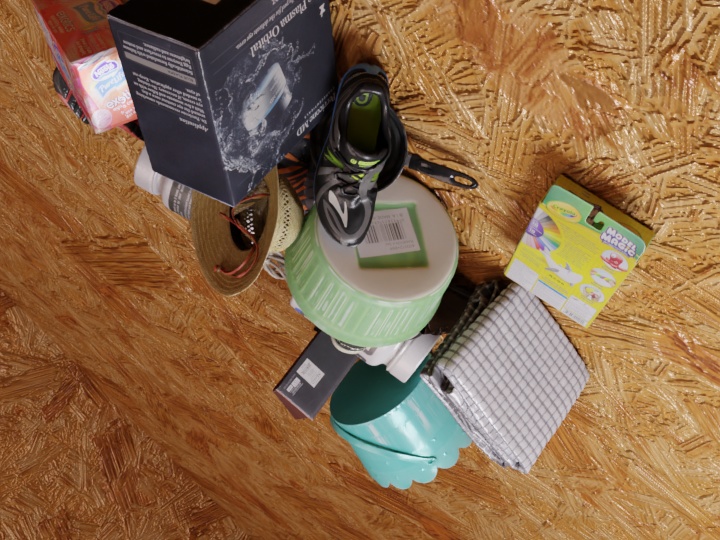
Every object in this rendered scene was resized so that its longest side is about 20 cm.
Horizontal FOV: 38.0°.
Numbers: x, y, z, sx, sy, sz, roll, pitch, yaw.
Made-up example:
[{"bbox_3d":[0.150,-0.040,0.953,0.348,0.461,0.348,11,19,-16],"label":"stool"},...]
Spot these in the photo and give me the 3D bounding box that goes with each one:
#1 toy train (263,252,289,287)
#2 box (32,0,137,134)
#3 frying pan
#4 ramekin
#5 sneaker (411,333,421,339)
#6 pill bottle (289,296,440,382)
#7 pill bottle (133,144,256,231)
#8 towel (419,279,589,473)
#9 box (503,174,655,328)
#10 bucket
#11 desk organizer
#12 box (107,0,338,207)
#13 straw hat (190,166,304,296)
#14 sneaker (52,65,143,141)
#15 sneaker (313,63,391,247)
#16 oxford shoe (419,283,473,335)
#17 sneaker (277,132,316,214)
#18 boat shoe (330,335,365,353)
[{"bbox_3d":[-0.160,-0.036,1.534,0.200,0.085,0.116,55,169,7],"label":"toy train"},{"bbox_3d":[-0.317,-0.266,1.264,0.200,0.094,0.103,51,159,45],"label":"box"},{"bbox_3d":[0.035,-0.143,1.161,0.189,0.031,0.115,-2,107,17],"label":"frying pan"},{"bbox_3d":[0.018,-0.020,1.227,0.200,0.200,0.098,36,149,3],"label":"ramekin"},{"bbox_3d":[0.010,0.011,1.368,0.077,0.089,0.200,-41,84,24],"label":"sneaker"},{"bbox_3d":[0.010,0.061,1.475,0.200,0.114,0.114,37,156,2],"label":"pill bottle"},{"bbox_3d":[-0.199,-0.114,1.428,0.200,0.114,0.114,28,155,6],"label":"pill bottle"},{"bbox_3d":[0.177,0.128,1.302,0.200,0.166,0.086,50,159,-25],"label":"towel"},{"bbox_3d":[0.229,-0.022,1.107,0.117,0.048,0.200,34,158,9],"label":"box"},{"bbox_3d":[0.060,0.214,1.586,0.207,0.207,0.135,2,134,53],"label":"bucket"},{"bbox_3d":[-0.052,0.126,1.572,0.072,0.200,0.077,42,158,-10],"label":"desk organizer"},{"bbox_3d":[-0.126,-0.210,1.054,0.117,0.197,0.200,24,145,24],"label":"box"},{"bbox_3d":[-0.113,-0.067,1.201,0.085,0.202,0.201,6,178,-37],"label":"straw hat"},{"bbox_3d":[-0.354,-0.234,1.446,0.087,0.074,0.200,32,-176,38],"label":"sneaker"},{"bbox_3d":[-0.008,-0.118,1.116,0.071,0.083,0.200,7,113,-7],"label":"sneaker"},{"bbox_3d":[0.108,0.056,1.354,0.200,0.085,0.073,33,162,-21],"label":"oxford shoe"},{"bbox_3d":[-0.102,-0.120,1.303,0.112,0.078,0.200,1,143,-6],"label":"sneaker"},{"bbox_3d":[0.000,0.000,1.303,0.072,0.201,0.068,4,165,-3],"label":"boat shoe"}]
